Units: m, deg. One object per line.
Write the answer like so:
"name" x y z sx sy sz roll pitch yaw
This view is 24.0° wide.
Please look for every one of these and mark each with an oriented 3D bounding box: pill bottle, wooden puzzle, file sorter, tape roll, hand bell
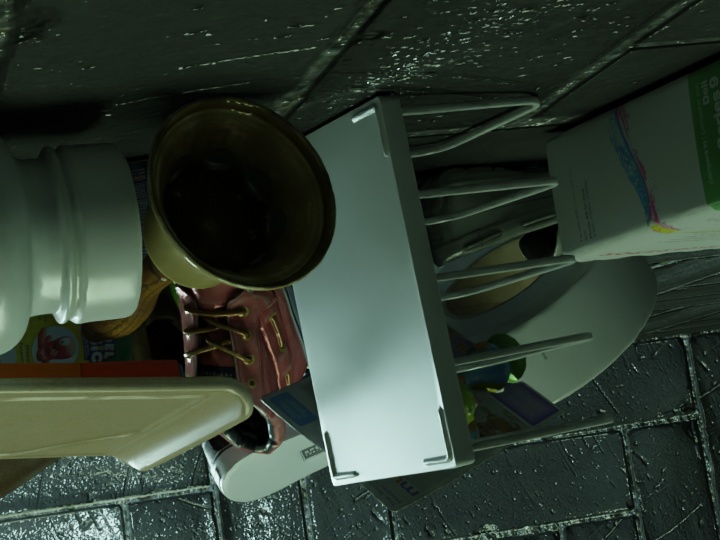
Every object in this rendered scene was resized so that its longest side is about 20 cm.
"pill bottle" -0.213 -0.011 0.822 0.200 0.115 0.114 -6 172 -20
"wooden puzzle" -0.190 0.085 1.027 0.200 0.037 0.185 7 159 -29
"file sorter" 0.047 0.009 0.977 0.124 0.201 0.139 -9 174 -31
"tape roll" 0.124 0.029 1.297 0.202 0.071 0.203 -30 -159 12
"hand bell" -0.105 -0.002 0.913 0.104 0.104 0.200 -4 160 -33

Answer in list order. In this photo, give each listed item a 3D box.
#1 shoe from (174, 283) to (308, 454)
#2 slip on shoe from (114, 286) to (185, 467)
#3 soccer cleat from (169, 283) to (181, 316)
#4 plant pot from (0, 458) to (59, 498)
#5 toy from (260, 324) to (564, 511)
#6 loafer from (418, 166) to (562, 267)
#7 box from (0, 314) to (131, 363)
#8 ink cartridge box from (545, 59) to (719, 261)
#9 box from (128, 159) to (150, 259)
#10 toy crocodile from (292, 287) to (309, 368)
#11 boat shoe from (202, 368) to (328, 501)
"shoe" -0.085 0.034 1.090 0.071 0.091 0.200 -1 142 19
"slip on shoe" -0.146 0.051 1.220 0.076 0.200 0.061 36 122 -25
"soccer cleat" -0.102 0.010 1.256 0.067 0.081 0.200 -10 173 12
"plant pot" -0.293 0.096 1.426 0.200 0.187 0.187 -21 176 -14
"toy" 0.044 0.075 1.094 0.200 0.115 0.047 -18 138 -52
"loafer" 0.129 -0.037 1.198 0.200 0.070 0.070 -5 172 -24
"box" -0.242 0.025 1.058 0.199 0.118 0.048 -9 167 6
"ink cartridge box" 0.227 -0.067 1.023 0.145 0.088 0.200 -5 170 -27
"box" -0.210 -0.015 1.002 0.199 0.064 0.070 -8 173 3
"toy crocodile" -0.049 0.047 1.265 0.062 0.068 0.200 -35 176 -9
"boat shoe" -0.017 0.094 1.197 0.200 0.068 0.072 -24 140 -7
